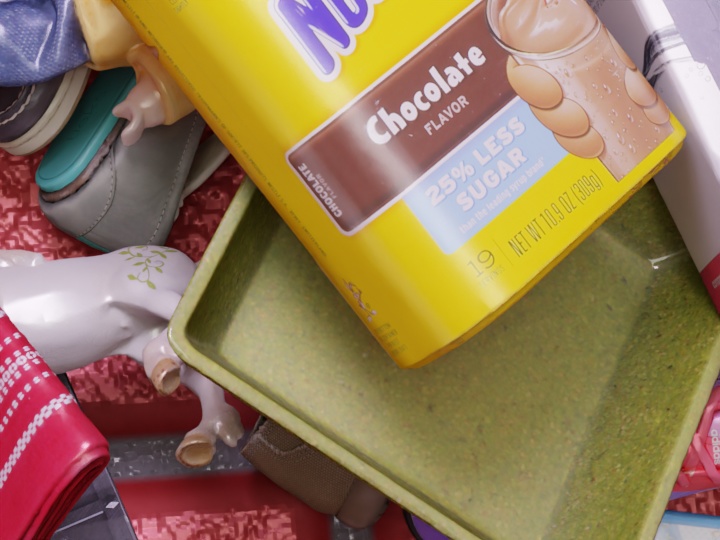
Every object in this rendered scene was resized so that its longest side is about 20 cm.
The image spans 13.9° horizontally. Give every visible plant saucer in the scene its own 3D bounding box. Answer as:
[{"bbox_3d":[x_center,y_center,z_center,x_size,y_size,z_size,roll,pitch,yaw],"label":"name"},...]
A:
[{"bbox_3d":[0.037,0.010,1.102,0.199,0.048,0.201,34,58,-13],"label":"plant saucer"}]

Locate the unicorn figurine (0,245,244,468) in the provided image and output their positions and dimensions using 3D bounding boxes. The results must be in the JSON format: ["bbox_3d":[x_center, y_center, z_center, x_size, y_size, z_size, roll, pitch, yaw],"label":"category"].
[{"bbox_3d":[-0.126,0.016,1.113,0.199,0.074,0.138,9,35,-23],"label":"unicorn figurine"}]

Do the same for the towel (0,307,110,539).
[{"bbox_3d":[-0.183,0.049,1.070,0.200,0.022,0.145,48,115,25],"label":"towel"}]

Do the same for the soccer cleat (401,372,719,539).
[{"bbox_3d":[0.112,0.064,1.158,0.199,0.073,0.069,-19,114,-19],"label":"soccer cleat"}]

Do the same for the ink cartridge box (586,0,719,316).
[{"bbox_3d":[0.174,-0.084,1.109,0.144,0.084,0.201,-23,82,-10],"label":"ink cartridge box"}]

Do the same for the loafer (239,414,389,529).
[{"bbox_3d":[0.000,0.000,1.180,0.067,0.076,0.201,13,79,-8],"label":"loafer"}]

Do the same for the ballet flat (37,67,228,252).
[{"bbox_3d":[-0.062,-0.096,1.200,0.064,0.067,0.201,33,78,-26],"label":"ballet flat"}]

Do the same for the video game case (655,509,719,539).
[{"bbox_3d":[0.131,0.170,1.188,0.199,0.018,0.144,7,80,-3],"label":"video game case"}]

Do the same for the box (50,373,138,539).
[{"bbox_3d":[-0.192,0.106,1.130,0.199,0.048,0.159,-23,61,-9],"label":"box"}]

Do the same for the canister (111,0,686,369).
[{"bbox_3d":[0.007,-0.084,1.043,0.148,0.086,0.200,-41,94,-33],"label":"canister"}]

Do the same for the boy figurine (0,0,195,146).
[{"bbox_3d":[-0.084,-0.111,1.122,0.199,0.064,0.125,-10,81,-6],"label":"boy figurine"}]

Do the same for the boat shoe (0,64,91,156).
[{"bbox_3d":[-0.143,-0.146,1.184,0.065,0.072,0.201,20,66,-42],"label":"boat shoe"}]
